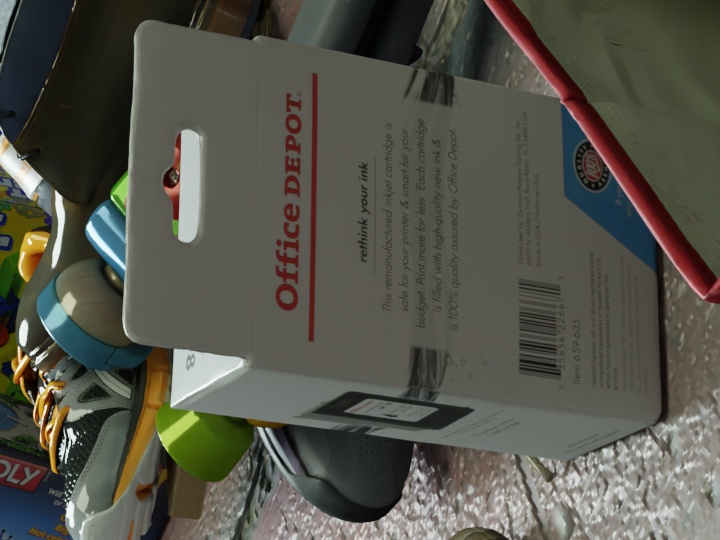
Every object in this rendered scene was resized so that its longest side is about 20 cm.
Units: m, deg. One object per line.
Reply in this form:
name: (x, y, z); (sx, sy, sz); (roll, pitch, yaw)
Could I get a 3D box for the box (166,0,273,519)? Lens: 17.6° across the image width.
box: (-0.065, -0.014, 1.063); (0.164, 0.021, 0.201); (-94, 14, -61)

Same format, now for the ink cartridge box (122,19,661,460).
ink cartridge box: (0.002, -0.007, 0.803); (0.067, 0.199, 0.116); (-31, 53, 58)

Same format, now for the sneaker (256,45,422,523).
sneaker: (0.000, 0.000, 0.955); (0.088, 0.074, 0.201); (-43, 43, 44)

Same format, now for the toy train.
toy train: (-0.031, 0.041, 0.895); (0.200, 0.085, 0.116); (49, 114, 11)

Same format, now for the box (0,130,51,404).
box: (-0.224, 0.026, 1.257); (0.122, 0.199, 0.193); (52, 126, 58)

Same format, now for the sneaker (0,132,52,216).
sneaker: (-0.113, -0.098, 1.133); (0.078, 0.079, 0.200); (-50, 11, 37)

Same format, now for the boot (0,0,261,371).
boot: (-0.128, -0.056, 1.001); (0.200, 0.097, 0.075); (-61, 15, 17)

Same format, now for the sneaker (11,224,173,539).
sneaker: (-0.125, 0.051, 1.076); (0.200, 0.077, 0.078); (-93, 15, -50)

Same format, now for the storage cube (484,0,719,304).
storage cube: (0.155, -0.095, 0.545); (0.200, 0.179, 0.171); (-67, 29, 27)

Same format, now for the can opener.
can opener: (0.028, -0.143, 0.931); (0.067, 0.053, 0.201); (17, 84, 52)

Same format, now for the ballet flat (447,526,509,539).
ballet flat: (0.040, 0.186, 0.832); (0.067, 0.046, 0.201); (-41, 46, 52)

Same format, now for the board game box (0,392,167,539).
board game box: (-0.180, 0.117, 1.190); (0.200, 0.200, 0.062); (-53, 35, 19)
